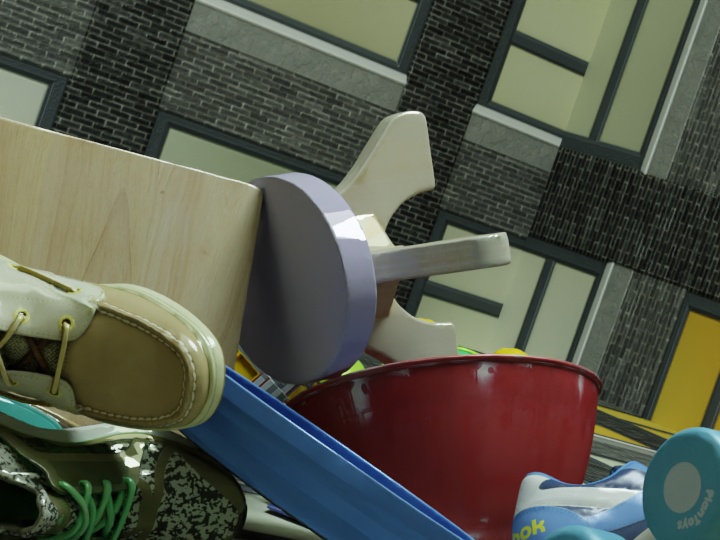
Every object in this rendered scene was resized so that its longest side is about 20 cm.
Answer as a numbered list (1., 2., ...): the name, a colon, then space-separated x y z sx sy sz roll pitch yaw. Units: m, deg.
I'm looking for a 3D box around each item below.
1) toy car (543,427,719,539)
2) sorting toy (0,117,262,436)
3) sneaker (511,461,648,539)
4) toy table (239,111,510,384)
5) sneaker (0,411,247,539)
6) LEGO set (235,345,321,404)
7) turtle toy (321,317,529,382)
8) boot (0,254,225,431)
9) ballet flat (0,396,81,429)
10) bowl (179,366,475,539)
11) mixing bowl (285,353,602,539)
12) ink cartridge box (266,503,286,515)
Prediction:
1. toy car: 0.210 0.203 0.992 0.184 0.177 0.200 18 43 -36
2. sorting toy: -0.175 0.029 1.198 0.198 0.200 0.070 15 -17 -20
3. sneaker: 0.178 0.143 1.140 0.200 0.074 0.082 -1 51 -11
4. toy table: 0.000 0.000 1.257 0.117 0.184 0.200 -9 14 -26
5. sneaker: -0.149 0.116 0.999 0.200 0.077 0.089 12 15 -18
6. LEGO set: -0.038 0.059 1.432 0.116 0.154 0.200 48 -12 20
7. turtle toy: 0.041 0.115 1.586 0.200 0.146 0.101 19 10 6
8. boot: -0.179 0.036 0.965 0.200 0.072 0.155 18 11 26
9. ballet flat: -0.161 0.115 1.087 0.200 0.069 0.063 21 -26 -21
10. bowl: -0.019 0.110 1.062 0.200 0.039 0.201 35 -3 2
11. mixing bowl: 0.055 0.131 1.251 0.200 0.109 0.200 -5 -18 -2
12. ink cartridge box: 0.010 0.163 1.450 0.119 0.042 0.200 19 4 9
